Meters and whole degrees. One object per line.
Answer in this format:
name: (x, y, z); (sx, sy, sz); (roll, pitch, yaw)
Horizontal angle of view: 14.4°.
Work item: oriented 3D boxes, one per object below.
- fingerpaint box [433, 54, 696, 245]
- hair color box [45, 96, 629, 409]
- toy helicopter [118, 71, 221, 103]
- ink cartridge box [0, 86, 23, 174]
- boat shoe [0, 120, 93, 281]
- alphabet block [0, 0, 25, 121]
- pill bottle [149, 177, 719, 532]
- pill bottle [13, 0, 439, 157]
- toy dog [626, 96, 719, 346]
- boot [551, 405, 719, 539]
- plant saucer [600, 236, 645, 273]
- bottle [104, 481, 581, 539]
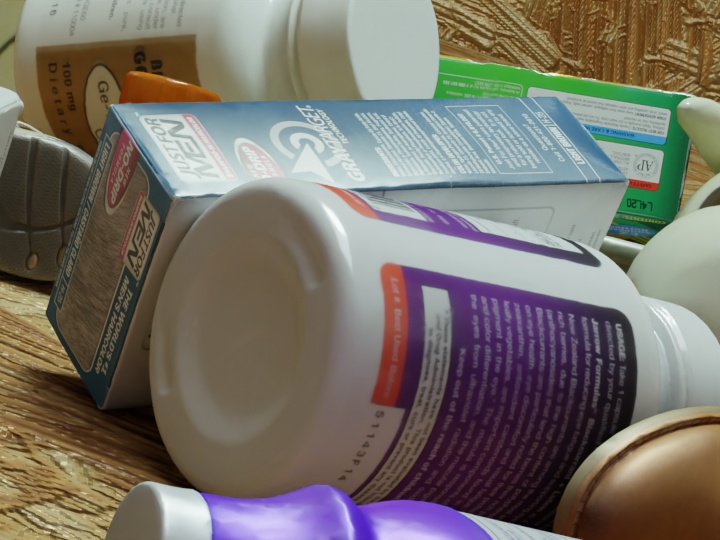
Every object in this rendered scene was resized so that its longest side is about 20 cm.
fingerpaint box: (0.078, -0.059, 1.558); (0.199, 0.074, 0.167); (10, -9, 5)
hair color box: (-0.008, -0.009, 1.067); (0.199, 0.100, 0.061); (-3, 40, -33)
toy helicopter: (-0.046, -0.031, 1.381); (0.132, 0.079, 0.200); (14, -4, 10)
ink cartridge box: (-0.219, -0.040, 1.034); (0.145, 0.084, 0.200); (19, 9, 1)
boat shoe: (-0.198, -0.051, 1.208); (0.199, 0.076, 0.072); (27, 4, -10)
alphabet block: (-0.253, -0.197, 1.555); (0.196, 0.196, 0.200); (24, 9, 18)
pill bottle: (0.034, 0.037, 1.007); (0.199, 0.112, 0.111); (11, 12, -40)
pill bottle: (-0.067, -0.108, 1.450); (0.199, 0.115, 0.114); (-2, -3, 31)
toy dog: (0.174, 0.017, 1.160); (0.139, 0.195, 0.200); (-17, -1, 22)
boot: (0.174, 0.119, 0.977); (0.200, 0.077, 0.155); (21, 10, -40)
plant saucer: (0.110, 0.008, 1.458); (0.199, 0.050, 0.200); (15, -1, 0)
bottle: (0.028, 0.100, 0.770); (0.199, 0.066, 0.084); (15, 9, -24)
